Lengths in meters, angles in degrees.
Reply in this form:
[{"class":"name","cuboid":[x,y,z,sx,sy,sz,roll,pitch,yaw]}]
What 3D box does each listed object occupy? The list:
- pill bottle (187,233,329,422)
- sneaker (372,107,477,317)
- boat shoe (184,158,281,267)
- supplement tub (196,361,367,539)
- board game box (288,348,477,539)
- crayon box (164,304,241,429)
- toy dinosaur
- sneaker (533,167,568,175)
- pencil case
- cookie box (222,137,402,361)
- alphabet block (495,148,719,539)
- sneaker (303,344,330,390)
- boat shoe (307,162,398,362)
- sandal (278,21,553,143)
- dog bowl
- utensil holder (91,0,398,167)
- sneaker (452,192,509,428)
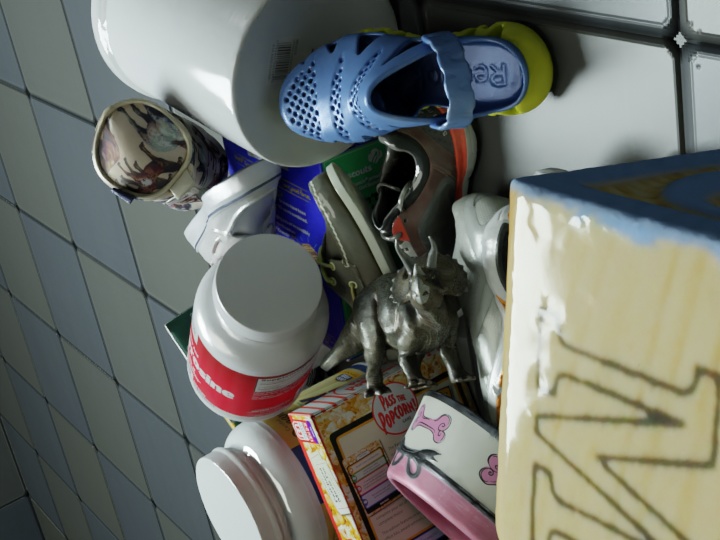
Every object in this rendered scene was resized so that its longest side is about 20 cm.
[{"class":"pill bottle","cuboid":[-0.087,0.049,1.039,0.112,0.112,0.200,57,159,15]},{"class":"sneaker","cuboid":[0.040,-0.039,0.953,0.077,0.082,0.200,34,140,45]},{"class":"boat shoe","cuboid":[-0.099,-0.041,1.057,0.065,0.074,0.200,58,162,3]},{"class":"supplement tub","cuboid":[-0.038,0.186,1.151,0.144,0.200,0.144,41,145,38]},{"class":"board game box","cuboid":[0.045,0.181,1.056,0.046,0.151,0.200,-8,105,61]},{"class":"crayon box","cuboid":[-0.136,0.121,1.295,0.126,0.052,0.200,53,169,17]},{"class":"toy dinosaur","cuboid":[0.032,0.040,0.927,0.200,0.077,0.102,157,107,-64]},{"class":"sneaker","cuboid":[0.138,0.032,0.814,0.078,0.099,0.200,4,120,44]},{"class":"pencil case","cuboid":[-0.162,-0.090,1.030,0.089,0.078,0.200,57,-177,1]},{"class":"cookie box","cuboid":[-0.041,-0.046,1.097,0.171,0.075,0.200,32,139,47]},{"class":"alphabet block","cuboid":[0.198,0.058,0.598,0.196,0.195,0.200,25,118,54]},{"class":"sneaker","cuboid":[-0.086,0.073,1.253,0.115,0.075,0.200,51,164,25]},{"class":"boat shoe","cuboid":[0.000,0.002,0.993,0.072,0.060,0.202,-103,-12,-52]},{"class":"sandal","cuboid":[0.023,-0.126,0.829,0.200,0.087,0.080,-7,104,33]},{"class":"dog bowl","cuboid":[0.105,0.185,0.949,0.200,0.074,0.200,40,169,9]},{"class":"utensil holder","cuboid":[-0.090,-0.188,0.972,0.200,0.170,0.170,33,139,41]},{"class":"sneaker","cuboid":[0.108,0.032,0.919,0.092,0.076,0.200,35,134,56]}]
